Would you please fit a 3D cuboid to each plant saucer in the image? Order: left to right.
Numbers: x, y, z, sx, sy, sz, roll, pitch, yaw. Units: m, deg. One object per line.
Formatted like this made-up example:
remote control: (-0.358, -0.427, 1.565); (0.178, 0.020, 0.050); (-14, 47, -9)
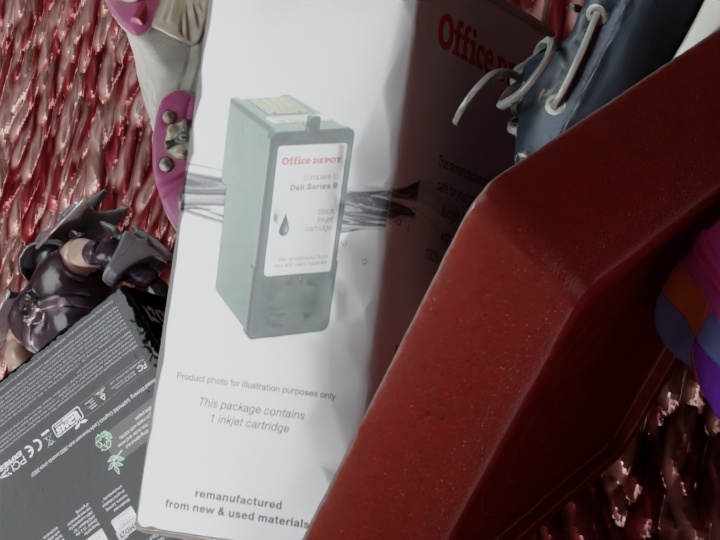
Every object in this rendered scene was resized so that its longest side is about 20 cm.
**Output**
plant saucer: (0.062, 0.025, 0.879); (0.037, 0.200, 0.200); (38, 128, 16)

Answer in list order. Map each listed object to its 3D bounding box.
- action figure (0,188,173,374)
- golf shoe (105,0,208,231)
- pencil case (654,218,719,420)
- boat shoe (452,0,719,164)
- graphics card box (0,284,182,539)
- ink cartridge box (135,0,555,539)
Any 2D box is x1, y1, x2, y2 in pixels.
action figure: (-0.127, 0.051, 1.318); (0.201, 0.069, 0.130); (-103, 29, -42)
golf shoe: (-0.059, -0.073, 1.241); (0.092, 0.075, 0.201); (67, -175, -70)
pencil case: (0.152, 0.053, 0.787); (0.089, 0.088, 0.200); (-65, 31, 26)
boat shoe: (0.081, -0.063, 0.931); (0.062, 0.075, 0.201); (37, 112, 19)
graphics card box: (-0.081, 0.122, 1.103); (0.125, 0.051, 0.200); (-38, 70, 15)
ink cartridge box: (0.000, 0.000, 1.001); (0.084, 0.146, 0.201); (6, 85, 23)
